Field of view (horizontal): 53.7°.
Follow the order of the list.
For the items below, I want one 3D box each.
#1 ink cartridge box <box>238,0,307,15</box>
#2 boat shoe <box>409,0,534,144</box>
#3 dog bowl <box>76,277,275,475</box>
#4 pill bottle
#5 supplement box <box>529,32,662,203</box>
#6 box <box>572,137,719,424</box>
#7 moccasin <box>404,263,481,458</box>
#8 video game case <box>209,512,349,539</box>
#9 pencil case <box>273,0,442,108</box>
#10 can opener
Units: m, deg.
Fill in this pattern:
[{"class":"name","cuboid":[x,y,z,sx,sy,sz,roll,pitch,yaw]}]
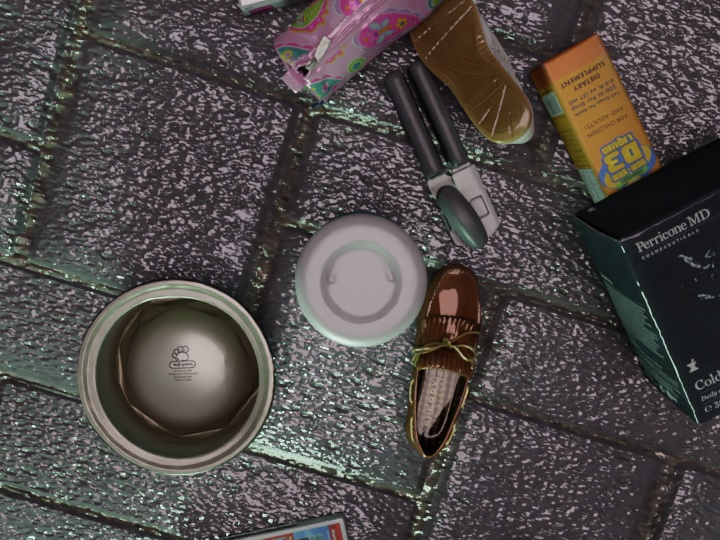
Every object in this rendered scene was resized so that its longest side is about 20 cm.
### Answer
[{"class":"ink cartridge box","cuboid":[-0.085,-0.371,0.710,0.119,0.042,0.201,-13,99,0]},{"class":"boat shoe","cuboid":[0.111,-0.208,0.719,0.071,0.069,0.201,-32,76,22]},{"class":"dog bowl","cuboid":[-0.183,0.104,0.743,0.199,0.074,0.201,0,96,0]},{"class":"pill bottle","cuboid":[0.000,0.000,0.670,0.110,0.200,0.111,0,95,0]},{"class":"supplement box","cuboid":[0.250,-0.133,0.726,0.066,0.069,0.201,-29,98,5]},{"class":"box","cuboid":[0.339,-0.003,0.659,0.199,0.124,0.197,-28,104,4]},{"class":"moccasin","cuboid":[0.084,0.094,0.742,0.073,0.078,0.202,16,96,-2]},{"class":"video game case","cuboid":[-0.101,0.361,0.799,0.199,0.017,0.144,-12,96,1]},{"class":"pencil case","cuboid":[0.006,-0.250,0.686,0.200,0.087,0.088,-37,95,14]},{"class":"can opener","cuboid":[0.086,-0.117,0.725,0.053,0.067,0.201,-25,96,1]}]
